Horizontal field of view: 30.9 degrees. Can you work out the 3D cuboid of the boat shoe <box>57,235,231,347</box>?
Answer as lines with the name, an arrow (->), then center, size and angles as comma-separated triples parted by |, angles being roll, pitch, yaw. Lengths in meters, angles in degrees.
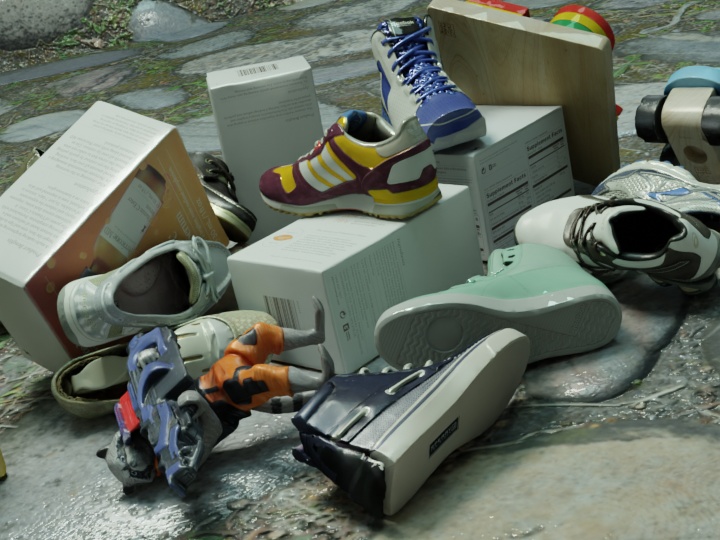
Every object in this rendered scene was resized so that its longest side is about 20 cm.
boat shoe -> -0.167, 0.014, 1.102 | 0.064, 0.075, 0.201 | -15, 1, 34

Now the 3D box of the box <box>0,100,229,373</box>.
box -> -0.236, -0.022, 1.167 | 0.106, 0.153, 0.201 | 20, 59, 33

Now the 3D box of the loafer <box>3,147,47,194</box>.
loafer -> -0.260, -0.071, 1.313 | 0.198, 0.070, 0.075 | 18, 8, -1

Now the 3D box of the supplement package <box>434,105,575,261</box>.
supplement package -> 0.095, -0.097, 1.348 | 0.199, 0.112, 0.155 | 8, 28, 43

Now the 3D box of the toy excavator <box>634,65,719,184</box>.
toy excavator -> 0.392, -0.163, 1.342 | 0.099, 0.195, 0.201 | 8, 56, 44

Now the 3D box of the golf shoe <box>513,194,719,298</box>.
golf shoe -> 0.208, -0.036, 1.100 | 0.198, 0.079, 0.094 | 8, -16, 37

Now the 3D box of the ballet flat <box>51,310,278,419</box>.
ballet flat -> -0.163, 0.080, 1.087 | 0.198, 0.068, 0.062 | -19, -16, 1

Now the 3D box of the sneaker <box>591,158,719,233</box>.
sneaker -> 0.278, -0.047, 1.163 | 0.199, 0.078, 0.085 | 8, 32, 44

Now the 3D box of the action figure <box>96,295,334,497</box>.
action figure -> -0.101, 0.110, 0.952 | 0.192, 0.105, 0.201 | -27, 31, 4

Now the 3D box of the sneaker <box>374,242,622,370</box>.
sneaker -> 0.098, 0.030, 1.057 | 0.198, 0.075, 0.118 | -6, 25, -12

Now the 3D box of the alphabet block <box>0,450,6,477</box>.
alphabet block -> -0.424, 0.097, 1.007 | 0.195, 0.202, 0.194 | 9, 28, 44

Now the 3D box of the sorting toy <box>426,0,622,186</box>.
sorting toy -> 0.184, -0.200, 1.359 | 0.197, 0.201, 0.070 | 20, 59, 28

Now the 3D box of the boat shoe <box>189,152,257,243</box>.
boat shoe -> -0.160, -0.087, 1.300 | 0.065, 0.073, 0.199 | -51, 43, -8

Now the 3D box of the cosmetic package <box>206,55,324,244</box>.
cosmetic package -> -0.089, -0.112, 1.367 | 0.111, 0.202, 0.081 | -11, 20, -6

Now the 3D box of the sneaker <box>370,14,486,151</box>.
sneaker -> 0.052, -0.188, 1.286 | 0.080, 0.116, 0.200 | -18, 21, -9

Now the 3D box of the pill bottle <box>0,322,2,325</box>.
pill bottle -> -0.377, -0.002, 1.369 | 0.198, 0.114, 0.113 | -18, 21, -17

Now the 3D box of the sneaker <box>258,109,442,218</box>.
sneaker -> -0.015, -0.101, 1.166 | 0.198, 0.091, 0.075 | 3, 25, 37

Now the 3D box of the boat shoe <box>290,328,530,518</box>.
boat shoe -> 0.036, 0.086, 0.921 | 0.092, 0.075, 0.199 | 25, 38, 29

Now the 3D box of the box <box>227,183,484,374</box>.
box -> 0.000, 0.000, 1.165 | 0.124, 0.099, 0.199 | 8, 29, 44

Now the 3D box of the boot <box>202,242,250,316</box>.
boot -> -0.168, 0.032, 1.241 | 0.146, 0.071, 0.199 | -32, 26, -29
